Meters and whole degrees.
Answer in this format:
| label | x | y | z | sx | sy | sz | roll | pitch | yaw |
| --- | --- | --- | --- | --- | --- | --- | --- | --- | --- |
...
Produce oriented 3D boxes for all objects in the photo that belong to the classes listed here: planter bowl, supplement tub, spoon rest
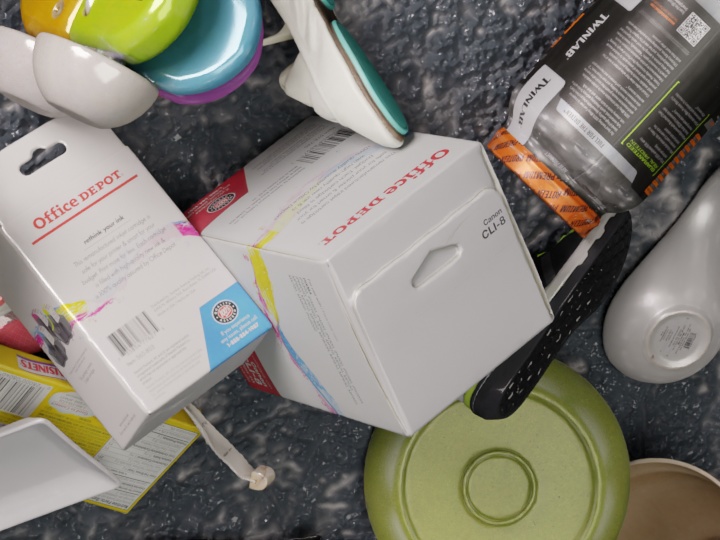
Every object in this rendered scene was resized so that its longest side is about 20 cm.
| label | x | y | z | sx | sy | sz | roll | pitch | yaw |
| --- | --- | --- | --- | --- | --- | --- | --- | --- | --- |
| planter bowl | 0.246 | 0.253 | 1.863 | 0.134 | 0.200 | 0.201 | 23 | 103 | -50 |
| supplement tub | 0.189 | -0.128 | 1.729 | 0.200 | 0.123 | 0.122 | -47 | 115 | 3 |
| spoon rest | 0.251 | -0.001 | 1.839 | 0.099 | 0.061 | 0.201 | 18 | 116 | -20 |

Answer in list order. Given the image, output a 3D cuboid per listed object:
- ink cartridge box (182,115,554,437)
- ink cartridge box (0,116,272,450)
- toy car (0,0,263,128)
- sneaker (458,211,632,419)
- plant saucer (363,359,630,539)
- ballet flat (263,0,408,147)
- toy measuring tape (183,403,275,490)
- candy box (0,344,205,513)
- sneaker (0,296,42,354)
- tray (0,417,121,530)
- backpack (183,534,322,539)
| label | x | y | z | sx | sy | sz | roll | pitch | yaw |
| --- | --- | --- | --- | --- | --- | --- | --- | --- | --- |
| ink cartridge box | 0.000 | 0.000 | 1.656 | 0.145 | 0.199 | 0.145 | -37 | 116 | -24 |
| ink cartridge box | -0.169 | 0.001 | 1.636 | 0.115 | 0.068 | 0.200 | -35 | 82 | -32 |
| toy car | -0.134 | -0.166 | 1.580 | 0.149 | 0.200 | 0.176 | 29 | 83 | -29 |
| sneaker | 0.118 | 0.016 | 1.788 | 0.200 | 0.083 | 0.072 | -50 | 154 | -18 |
| plant saucer | 0.101 | 0.157 | 1.817 | 0.198 | 0.031 | 0.202 | 0 | 95 | 0 |
| ballet flat | -0.036 | -0.155 | 1.645 | 0.069 | 0.069 | 0.201 | -26 | 75 | -6 |
| toy measuring tape | -0.116 | 0.060 | 1.711 | 0.074 | 0.074 | 0.200 | -44 | 87 | 2 |
| candy box | -0.214 | 0.108 | 1.703 | 0.199 | 0.027 | 0.102 | 21 | 128 | -36 |
| sneaker | -0.285 | 0.058 | 1.680 | 0.199 | 0.074 | 0.087 | -23 | 116 | -8 |
| tray | -0.274 | 0.149 | 1.695 | 0.199 | 0.022 | 0.107 | -21 | 144 | 17 |
| backpack | -0.094 | 0.276 | 1.788 | 0.198 | 0.127 | 0.168 | 13 | 108 | -18 |
